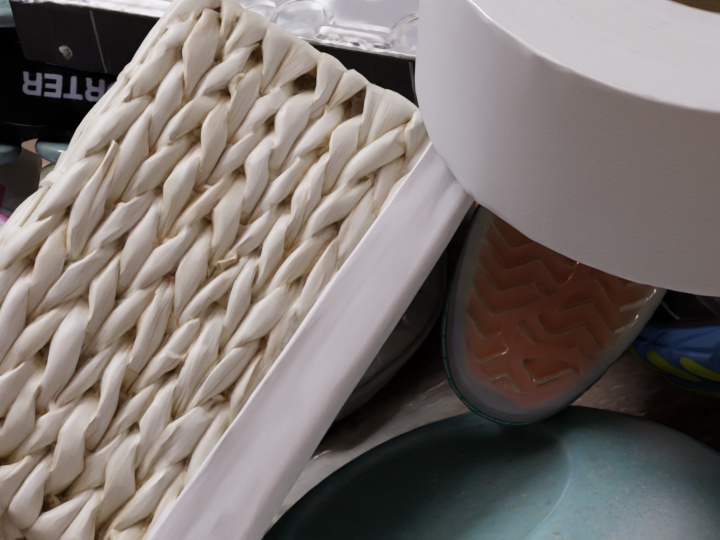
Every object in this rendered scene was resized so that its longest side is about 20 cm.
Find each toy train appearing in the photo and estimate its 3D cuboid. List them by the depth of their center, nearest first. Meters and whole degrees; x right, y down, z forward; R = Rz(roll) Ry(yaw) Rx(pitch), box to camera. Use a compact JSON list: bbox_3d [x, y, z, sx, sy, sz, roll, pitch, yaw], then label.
[{"bbox_3d":[-0.111,-0.085,0.998,0.199,0.086,0.114,5,14,1],"label":"toy train"}]

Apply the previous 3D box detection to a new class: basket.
[{"bbox_3d":[-0.065,0.021,0.777,0.200,0.123,0.136,-57,2,-19],"label":"basket"}]

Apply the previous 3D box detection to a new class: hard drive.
[{"bbox_3d":[-0.021,-0.124,0.912,0.199,0.038,0.140,12,47,21],"label":"hard drive"}]

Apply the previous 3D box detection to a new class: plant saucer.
[{"bbox_3d":[0.028,0.093,0.760,0.200,0.039,0.201,-21,22,9],"label":"plant saucer"}]

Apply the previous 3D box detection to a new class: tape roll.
[{"bbox_3d":[0.118,-0.082,0.733,0.201,0.071,0.203,1,41,-1],"label":"tape roll"}]

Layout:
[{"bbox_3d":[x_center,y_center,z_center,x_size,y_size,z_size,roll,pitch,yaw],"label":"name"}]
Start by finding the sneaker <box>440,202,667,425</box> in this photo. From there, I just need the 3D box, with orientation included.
[{"bbox_3d":[0.076,-0.024,0.821,0.201,0.071,0.080,-65,4,-28],"label":"sneaker"}]

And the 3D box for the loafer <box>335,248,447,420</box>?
[{"bbox_3d":[0.000,0.000,0.978,0.070,0.070,0.200,-53,6,39],"label":"loafer"}]

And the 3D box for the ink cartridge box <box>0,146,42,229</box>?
[{"bbox_3d":[-0.202,0.028,0.983,0.145,0.084,0.200,-63,13,17],"label":"ink cartridge box"}]

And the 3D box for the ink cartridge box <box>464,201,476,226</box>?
[{"bbox_3d":[0.122,-0.091,0.946,0.199,0.084,0.145,-25,55,-4],"label":"ink cartridge box"}]

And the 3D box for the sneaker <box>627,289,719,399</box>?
[{"bbox_3d":[0.169,0.002,0.752,0.199,0.071,0.083,1,74,48],"label":"sneaker"}]
